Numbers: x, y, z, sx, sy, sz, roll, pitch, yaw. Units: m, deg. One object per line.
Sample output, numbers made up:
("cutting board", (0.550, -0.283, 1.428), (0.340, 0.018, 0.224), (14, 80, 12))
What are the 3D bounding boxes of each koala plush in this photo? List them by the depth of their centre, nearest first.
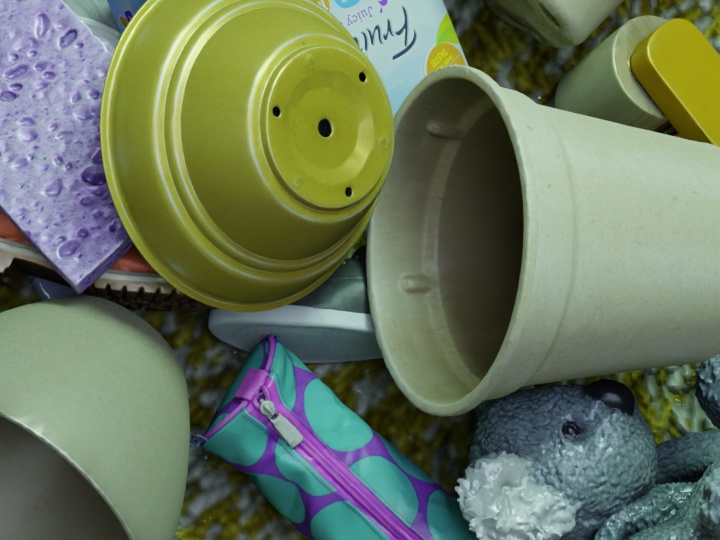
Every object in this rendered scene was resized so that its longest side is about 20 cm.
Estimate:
("koala plush", (0.154, 0.136, 1.408), (0.199, 0.178, 0.184), (20, 119, -4))

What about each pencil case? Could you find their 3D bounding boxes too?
("pencil case", (-0.007, 0.134, 1.403), (0.200, 0.092, 0.085), (41, 85, -6))

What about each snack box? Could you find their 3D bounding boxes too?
("snack box", (-0.040, -0.142, 1.407), (0.200, 0.068, 0.169), (-32, 106, -36))

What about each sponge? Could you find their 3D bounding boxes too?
("sponge", (-0.190, -0.095, 1.344), (0.112, 0.030, 0.200), (-43, 80, -7))

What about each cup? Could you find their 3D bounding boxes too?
("cup", (-0.177, 0.097, 1.336), (0.200, 0.200, 0.143), (38, 49, -4))

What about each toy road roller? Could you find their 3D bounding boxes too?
("toy road roller", (0.239, -0.088, 1.493), (0.200, 0.123, 0.146), (49, 59, -2))

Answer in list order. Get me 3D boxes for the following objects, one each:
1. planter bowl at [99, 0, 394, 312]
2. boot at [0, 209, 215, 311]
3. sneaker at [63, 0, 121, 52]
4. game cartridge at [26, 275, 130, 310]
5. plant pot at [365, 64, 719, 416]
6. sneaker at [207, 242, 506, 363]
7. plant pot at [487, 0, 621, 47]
("planter bowl", (-0.042, -0.077, 1.303), (0.200, 0.083, 0.201), (1, 88, -39))
("boot", (-0.158, -0.035, 1.378), (0.199, 0.075, 0.108), (13, 78, -4))
("sneaker", (-0.197, -0.163, 1.422), (0.200, 0.074, 0.079), (30, 55, 7))
("game cartridge", (-0.131, -0.059, 1.442), (0.200, 0.038, 0.130), (-32, 84, -16))
("plant pot", (0.127, -0.015, 1.359), (0.183, 0.200, 0.201), (2, 79, -26))
("sneaker", (0.000, 0.000, 1.448), (0.199, 0.071, 0.100), (-2, 70, -11))
("plant pot", (0.140, -0.251, 1.463), (0.200, 0.200, 0.184), (39, 84, -4))
